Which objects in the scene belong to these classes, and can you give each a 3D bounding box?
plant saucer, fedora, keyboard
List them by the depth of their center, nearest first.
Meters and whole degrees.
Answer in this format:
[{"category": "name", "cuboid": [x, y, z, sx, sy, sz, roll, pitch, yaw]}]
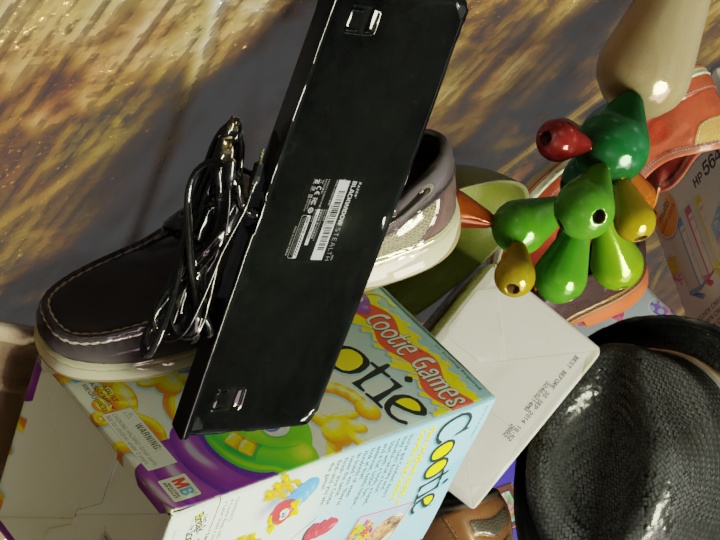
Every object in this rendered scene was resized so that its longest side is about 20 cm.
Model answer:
[{"category": "keyboard", "cuboid": [-0.032, -0.028, 0.622, 0.104, 0.040, 0.200, 2, 115, -46]}, {"category": "plant saucer", "cuboid": [0.000, 0.000, 0.855, 0.200, 0.031, 0.200, -29, 164, -9]}, {"category": "fedora", "cuboid": [0.155, 0.115, 0.907, 0.200, 0.201, 0.092, -37, 148, 17]}]

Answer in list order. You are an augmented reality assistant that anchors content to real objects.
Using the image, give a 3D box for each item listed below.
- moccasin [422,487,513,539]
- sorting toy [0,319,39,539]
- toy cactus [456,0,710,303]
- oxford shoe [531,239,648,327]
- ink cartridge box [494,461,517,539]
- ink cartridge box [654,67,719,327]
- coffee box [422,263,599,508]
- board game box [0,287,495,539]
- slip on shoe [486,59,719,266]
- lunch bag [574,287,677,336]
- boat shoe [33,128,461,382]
[{"category": "moccasin", "cuboid": [0.022, 0.179, 0.989, 0.201, 0.078, 0.074, -13, 180, 45]}, {"category": "sorting toy", "cuboid": [-0.177, 0.108, 0.737, 0.200, 0.036, 0.185, -56, 148, 10]}, {"category": "toy cactus", "cuboid": [0.115, -0.066, 0.762, 0.165, 0.102, 0.200, -67, 163, 9]}, {"category": "oxford shoe", "cuboid": [0.108, 0.019, 1.072, 0.200, 0.071, 0.073, -31, 143, -15]}, {"category": "ink cartridge box", "cuboid": [0.047, 0.173, 1.144, 0.200, 0.198, 0.043, -18, 156, -37]}, {"category": "ink cartridge box", "cuboid": [0.271, -0.035, 0.983, 0.125, 0.200, 0.129, -6, 154, -21]}, {"category": "coffee box", "cuboid": [0.067, 0.063, 0.939, 0.113, 0.080, 0.200, -51, 179, -1]}, {"category": "board game box", "cuboid": [-0.052, 0.086, 0.733, 0.200, 0.103, 0.105, -14, 138, -44]}, {"category": "slip on shoe", "cuboid": [0.144, -0.045, 0.935, 0.074, 0.061, 0.200, -17, 159, -46]}, {"category": "lunch bag", "cuboid": [0.184, 0.100, 1.207, 0.127, 0.170, 0.200, -39, 168, -18]}, {"category": "boat shoe", "cuboid": [-0.047, -0.014, 0.676, 0.200, 0.072, 0.065, -18, 139, -16]}]
